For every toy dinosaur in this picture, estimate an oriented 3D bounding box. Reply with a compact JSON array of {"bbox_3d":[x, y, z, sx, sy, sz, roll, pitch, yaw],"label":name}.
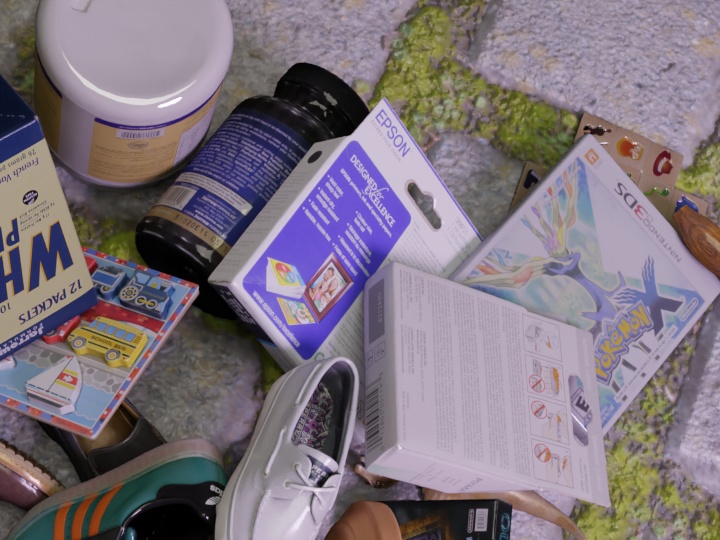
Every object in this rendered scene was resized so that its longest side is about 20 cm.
[{"bbox_3d":[0.096,0.160,1.282,0.200,0.058,0.101,15,85,1],"label":"toy dinosaur"}]

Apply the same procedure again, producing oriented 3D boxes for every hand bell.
[{"bbox_3d":[0.337,0.023,1.344,0.104,0.104,0.200,-38,83,-20],"label":"hand bell"}]

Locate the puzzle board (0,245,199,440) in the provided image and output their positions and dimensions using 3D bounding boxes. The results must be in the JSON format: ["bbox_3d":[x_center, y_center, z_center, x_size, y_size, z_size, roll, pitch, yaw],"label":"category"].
[{"bbox_3d":[-0.243,0.036,1.193,0.200,0.017,0.151,17,53,22],"label":"puzzle board"}]

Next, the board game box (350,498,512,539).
[{"bbox_3d":[0.043,0.273,1.195,0.028,0.135,0.200,30,61,-50],"label":"board game box"}]

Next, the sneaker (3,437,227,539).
[{"bbox_3d":[-0.184,0.197,1.145,0.200,0.080,0.071,-32,123,11],"label":"sneaker"}]

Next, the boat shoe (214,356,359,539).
[{"bbox_3d":[-0.043,0.145,1.127,0.072,0.069,0.200,39,46,-17],"label":"boat shoe"}]

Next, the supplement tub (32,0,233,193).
[{"bbox_3d":[-0.180,-0.150,1.229,0.145,0.200,0.146,4,73,-12],"label":"supplement tub"}]

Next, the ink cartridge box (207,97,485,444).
[{"bbox_3d":[0.000,0.000,1.251,0.200,0.043,0.198,-51,126,-21],"label":"ink cartridge box"}]

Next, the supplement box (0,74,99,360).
[{"bbox_3d":[-0.311,-0.063,1.141,0.134,0.200,0.200,-32,55,-19],"label":"supplement box"}]

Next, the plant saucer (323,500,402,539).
[{"bbox_3d":[-0.013,0.264,1.137,0.032,0.200,0.200,10,71,-13],"label":"plant saucer"}]

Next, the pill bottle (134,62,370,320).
[{"bbox_3d":[-0.081,-0.068,1.273,0.112,0.112,0.200,37,70,1],"label":"pill bottle"}]

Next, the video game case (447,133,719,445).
[{"bbox_3d":[0.190,0.014,1.328,0.182,0.022,0.200,47,65,-7],"label":"video game case"}]

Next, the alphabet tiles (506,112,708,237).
[{"bbox_3d":[0.210,-0.034,1.383,0.167,0.008,0.200,23,69,-4],"label":"alphabet tiles"}]

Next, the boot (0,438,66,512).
[{"bbox_3d":[-0.338,0.183,1.175,0.200,0.072,0.166,26,82,-5],"label":"boot"}]

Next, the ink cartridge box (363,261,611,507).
[{"bbox_3d":[0.095,0.096,1.218,0.200,0.050,0.161,20,52,-29],"label":"ink cartridge box"}]

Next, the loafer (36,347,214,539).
[{"bbox_3d":[-0.184,0.139,1.207,0.200,0.072,0.073,44,69,3],"label":"loafer"}]
